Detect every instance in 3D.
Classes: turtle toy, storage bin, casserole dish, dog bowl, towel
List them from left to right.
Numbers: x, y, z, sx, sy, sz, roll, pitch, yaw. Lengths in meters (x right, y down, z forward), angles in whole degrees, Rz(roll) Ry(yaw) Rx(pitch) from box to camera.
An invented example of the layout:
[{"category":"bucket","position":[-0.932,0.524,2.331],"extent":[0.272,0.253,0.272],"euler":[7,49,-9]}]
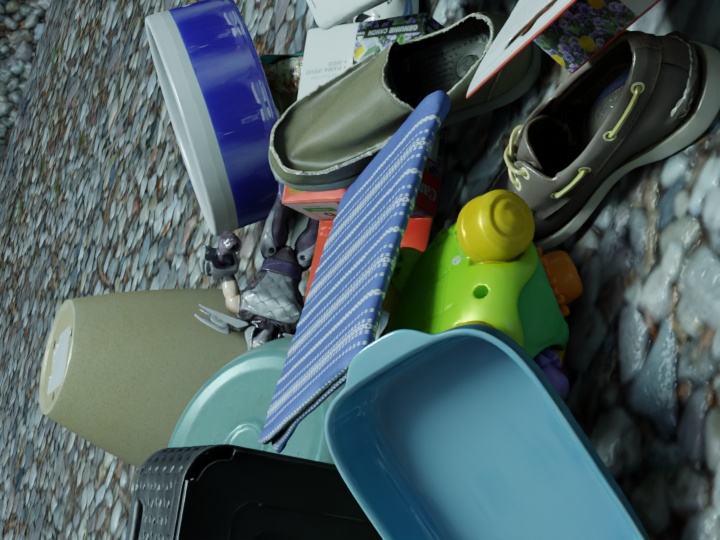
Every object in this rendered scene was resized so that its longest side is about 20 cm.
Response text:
[{"category":"dog bowl","position":[-0.126,-0.138,1.152],"extent":[0.200,0.078,0.203],"euler":[161,90,-81]},{"category":"storage bin","position":[-0.034,0.184,0.752],"extent":[0.093,0.198,0.137],"euler":[-15,63,61]},{"category":"towel","position":[0.000,0.000,0.774],"extent":[0.145,0.024,0.202],"euler":[-47,20,53]},{"category":"turtle toy","position":[0.063,0.058,0.722],"extent":[0.145,0.100,0.203],"euler":[-30,43,59]},{"category":"casserole dish","position":[0.068,0.111,0.634],"extent":[0.120,0.201,0.039],"euler":[-32,7,27]}]

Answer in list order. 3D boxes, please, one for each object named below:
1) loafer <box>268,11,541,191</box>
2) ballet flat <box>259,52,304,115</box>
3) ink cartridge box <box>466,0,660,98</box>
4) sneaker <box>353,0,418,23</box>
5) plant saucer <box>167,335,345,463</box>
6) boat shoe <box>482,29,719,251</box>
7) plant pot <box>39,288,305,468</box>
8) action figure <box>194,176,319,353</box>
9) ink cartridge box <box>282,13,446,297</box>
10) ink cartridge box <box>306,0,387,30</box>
[{"category":"loafer","position":[0.018,-0.119,0.847],"extent":[0.198,0.070,0.076],"euler":[-27,67,16]},{"category":"ballet flat","position":[-0.049,-0.160,1.130],"extent":[0.200,0.074,0.065],"euler":[-158,66,-69]},{"category":"ink cartridge box","position":[0.135,-0.162,0.660],"extent":[0.109,0.050,0.201],"euler":[-39,17,53]},{"category":"sneaker","position":[0.016,-0.222,1.019],"extent":[0.072,0.072,0.203],"euler":[-2,77,63]},{"category":"plant saucer","position":[-0.072,0.129,0.887],"extent":[0.198,0.036,0.202],"euler":[-21,51,27]},{"category":"boat shoe","position":[0.118,-0.071,0.732],"extent":[0.200,0.059,0.073],"euler":[-39,44,53]},{"category":"plant pot","position":[-0.156,0.091,1.065],"extent":[0.187,0.198,0.190],"euler":[-40,42,50]},{"category":"action figure","position":[-0.058,-0.015,1.015],"extent":[0.069,0.128,0.203],"euler":[143,145,-69]},{"category":"ink cartridge box","position":[0.002,-0.077,0.929],"extent":[0.108,0.050,0.203],"euler":[0,75,36]},{"category":"ink cartridge box","position":[0.053,-0.242,0.846],"extent":[0.199,0.145,0.085],"euler":[-7,110,63]}]
